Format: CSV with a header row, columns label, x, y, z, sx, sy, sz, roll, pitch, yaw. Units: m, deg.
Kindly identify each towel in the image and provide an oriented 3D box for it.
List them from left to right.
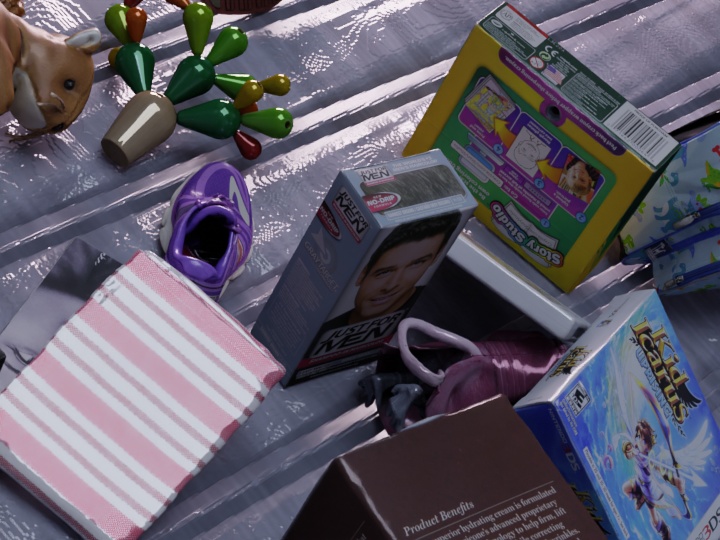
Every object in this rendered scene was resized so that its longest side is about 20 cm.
label,x,y,z,sx,sy,sz,roll,pitch,yaw
towel,-0.166,0.095,1.406,0.146,0.030,0.200,40,65,4

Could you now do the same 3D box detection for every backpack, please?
label,x,y,z,sx,sy,sz,roll,pitch,yaw
backpack,0.342,-0.066,1.756,0.182,0.200,0.148,-12,78,-38

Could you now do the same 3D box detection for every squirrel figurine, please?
label,x,y,z,sx,sy,sz,roll,pitch,yaw
squirrel figurine,-0.305,-0.194,1.563,0.186,0.142,0.201,8,51,-32

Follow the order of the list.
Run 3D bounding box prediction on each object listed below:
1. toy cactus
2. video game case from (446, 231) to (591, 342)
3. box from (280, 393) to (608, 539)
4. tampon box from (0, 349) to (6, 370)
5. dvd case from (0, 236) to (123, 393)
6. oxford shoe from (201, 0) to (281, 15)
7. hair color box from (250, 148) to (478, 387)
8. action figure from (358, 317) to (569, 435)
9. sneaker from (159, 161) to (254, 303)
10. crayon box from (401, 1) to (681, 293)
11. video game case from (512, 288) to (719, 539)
label,x,y,z,sx,sy,sz,roll,pitch,yaw
toy cactus,-0.158,-0.150,1.651,0.200,0.102,0.165,40,62,6
video game case,0.101,-0.007,1.609,0.199,0.023,0.182,36,4,11
box,0.066,0.228,1.359,0.165,0.165,0.200,-16,60,-37
tampon box,-0.364,0.085,1.278,0.150,0.127,0.200,43,44,12
dvd case,-0.196,0.072,1.464,0.148,0.016,0.200,31,43,-1
oxford shoe,-0.097,-0.296,1.834,0.074,0.071,0.200,22,38,31
hair color box,0.000,0.000,1.504,0.099,0.200,0.061,-15,59,-37
action figure,0.103,0.075,1.543,0.199,0.150,0.134,-7,48,-17
sneaker,-0.115,-0.030,1.546,0.080,0.084,0.201,24,33,-11
crayon box,0.155,-0.105,1.706,0.200,0.173,0.058,41,47,10
video game case,0.219,0.145,1.538,0.181,0.045,0.201,-41,110,-46
